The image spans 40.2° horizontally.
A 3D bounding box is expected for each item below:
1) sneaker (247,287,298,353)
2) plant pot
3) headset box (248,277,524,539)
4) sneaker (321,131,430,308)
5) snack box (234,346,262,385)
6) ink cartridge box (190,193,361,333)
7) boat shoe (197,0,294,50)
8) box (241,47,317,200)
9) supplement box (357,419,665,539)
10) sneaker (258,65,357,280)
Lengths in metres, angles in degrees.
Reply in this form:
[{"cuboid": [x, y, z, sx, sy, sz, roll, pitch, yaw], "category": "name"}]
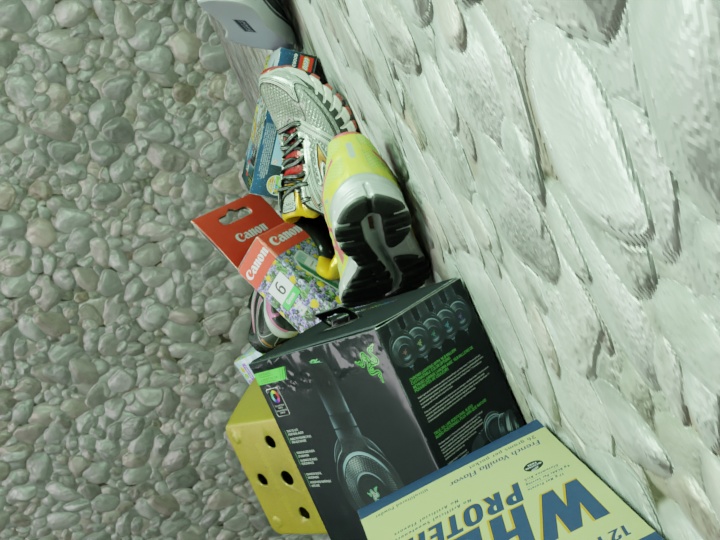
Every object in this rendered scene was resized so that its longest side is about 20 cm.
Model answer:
[{"cuboid": [-0.101, 0.018, 1.188, 0.080, 0.086, 0.201, 37, -146, -16], "category": "sneaker"}, {"cuboid": [-0.025, 0.177, 1.067, 0.199, 0.176, 0.202, -15, 103, 45], "category": "plant pot"}, {"cuboid": [0.026, 0.115, 0.734, 0.173, 0.092, 0.202, -18, 97, 52], "category": "headset box"}, {"cuboid": [0.008, -0.039, 0.795, 0.201, 0.077, 0.091, 86, 167, -62], "category": "sneaker"}, {"cuboid": [-0.040, 0.126, 1.273, 0.067, 0.200, 0.170, -30, 96, 45], "category": "snack box"}, {"cuboid": [-0.052, -0.010, 0.928, 0.200, 0.109, 0.051, 44, 127, 11], "category": "ink cartridge box"}, {"cuboid": [-0.105, -0.262, 0.942, 0.200, 0.071, 0.069, 14, -96, -78], "category": "boat shoe"}, {"cuboid": [-0.087, -0.151, 1.005, 0.200, 0.037, 0.138, -131, 53, -77], "category": "box"}, {"cuboid": [0.110, 0.228, 0.554, 0.200, 0.133, 0.202, -135, 20, -77], "category": "supplement box"}, {"cuboid": [-0.039, -0.085, 0.866, 0.078, 0.082, 0.202, -15, 103, 59], "category": "sneaker"}]
